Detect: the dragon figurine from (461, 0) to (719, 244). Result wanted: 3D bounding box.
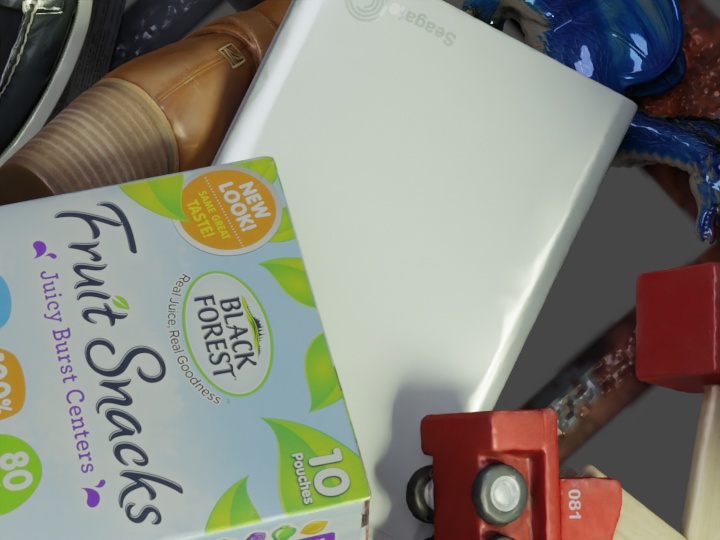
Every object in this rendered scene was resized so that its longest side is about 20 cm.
[{"bbox_3d":[0.095,-0.095,0.906,0.099,0.059,0.201,-18,77,8],"label":"dragon figurine"}]

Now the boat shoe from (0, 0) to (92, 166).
[{"bbox_3d":[-0.140,-0.135,0.922,0.074,0.066,0.201,10,77,48],"label":"boat shoe"}]

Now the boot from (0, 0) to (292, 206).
[{"bbox_3d":[-0.094,-0.032,0.926,0.077,0.200,0.155,45,55,9],"label":"boot"}]

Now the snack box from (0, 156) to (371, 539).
[{"bbox_3d":[-0.109,0.047,0.755,0.199,0.053,0.143,-11,56,-10],"label":"snack box"}]

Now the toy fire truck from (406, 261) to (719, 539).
[{"bbox_3d":[0.087,0.098,0.829,0.049,0.140,0.202,-10,79,57],"label":"toy fire truck"}]

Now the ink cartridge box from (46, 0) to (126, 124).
[{"bbox_3d":[-0.176,-0.171,1.010,0.172,0.044,0.201,10,80,16],"label":"ink cartridge box"}]

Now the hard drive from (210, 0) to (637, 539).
[{"bbox_3d":[0.000,0.000,0.847,0.131,0.026,0.201,26,87,-7],"label":"hard drive"}]

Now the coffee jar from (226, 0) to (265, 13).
[{"bbox_3d":[-0.045,-0.186,0.899,0.104,0.200,0.086,-26,43,7],"label":"coffee jar"}]
